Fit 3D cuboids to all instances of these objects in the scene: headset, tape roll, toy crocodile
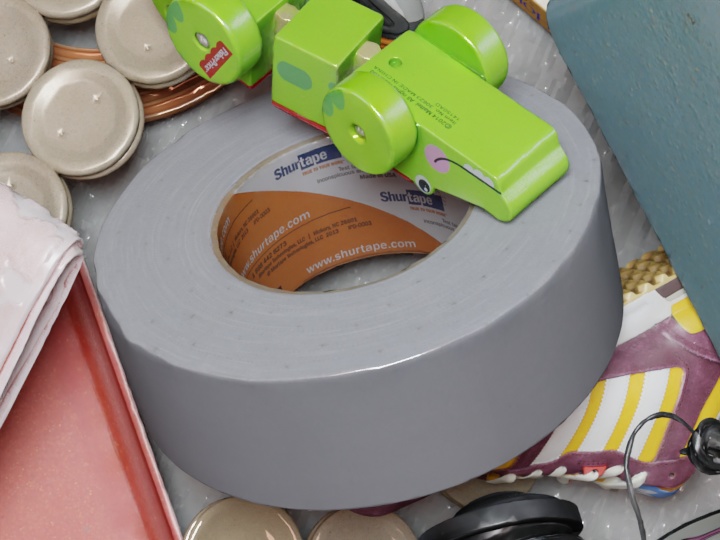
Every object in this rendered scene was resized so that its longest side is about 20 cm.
[{"bbox_3d":[0.083,0.135,0.764,0.200,0.094,0.124,-55,50,22],"label":"headset"},{"bbox_3d":[0.000,0.000,0.779,0.199,0.066,0.201,-9,37,7],"label":"tape roll"},{"bbox_3d":[-0.009,-0.079,0.770,0.199,0.062,0.067,32,56,22],"label":"toy crocodile"}]

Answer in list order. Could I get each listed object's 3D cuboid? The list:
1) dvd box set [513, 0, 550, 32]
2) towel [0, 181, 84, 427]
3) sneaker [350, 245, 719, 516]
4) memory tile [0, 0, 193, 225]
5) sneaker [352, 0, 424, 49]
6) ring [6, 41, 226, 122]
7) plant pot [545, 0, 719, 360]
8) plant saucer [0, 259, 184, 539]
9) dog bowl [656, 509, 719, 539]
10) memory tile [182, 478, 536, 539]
[{"bbox_3d":[0.116,-0.171,0.872,0.200,0.029,0.146,41,86,9],"label":"dvd box set"},{"bbox_3d":[-0.232,0.020,0.810,0.199,0.032,0.192,31,100,14],"label":"towel"},{"bbox_3d":[0.088,0.064,0.810,0.199,0.075,0.090,-29,97,-8],"label":"sneaker"},{"bbox_3d":[-0.170,-0.072,0.851,0.153,0.017,0.200,35,83,13],"label":"memory tile"},{"bbox_3d":[-0.034,-0.176,0.842,0.200,0.076,0.092,46,59,7],"label":"sneaker"},{"bbox_3d":[-0.115,-0.161,0.895,0.199,0.019,0.202,0,82,3],"label":"ring"},{"bbox_3d":[0.223,-0.075,0.728,0.196,0.200,0.197,-28,92,-19],"label":"plant pot"},{"bbox_3d":[-0.179,0.110,0.852,0.199,0.037,0.201,-21,80,1],"label":"plant saucer"},{"bbox_3d":[0.178,0.191,0.796,0.199,0.074,0.201,-1,82,5],"label":"dog bowl"},{"bbox_3d":[0.000,0.147,0.825,0.152,0.017,0.201,4,82,-12],"label":"memory tile"}]
